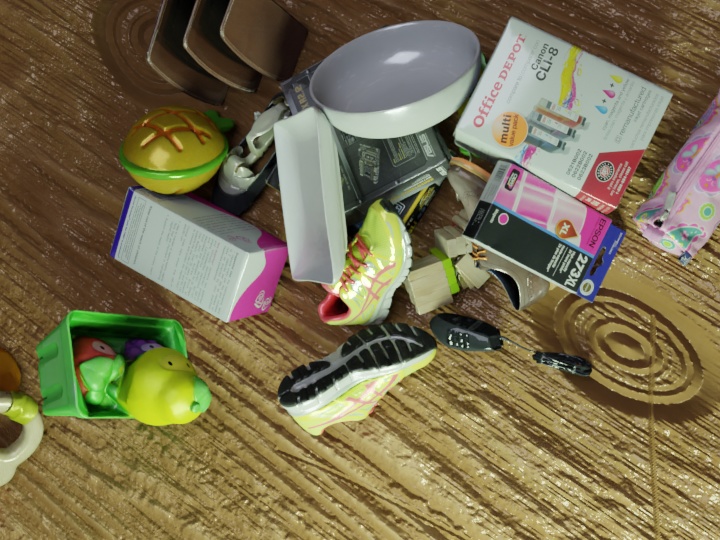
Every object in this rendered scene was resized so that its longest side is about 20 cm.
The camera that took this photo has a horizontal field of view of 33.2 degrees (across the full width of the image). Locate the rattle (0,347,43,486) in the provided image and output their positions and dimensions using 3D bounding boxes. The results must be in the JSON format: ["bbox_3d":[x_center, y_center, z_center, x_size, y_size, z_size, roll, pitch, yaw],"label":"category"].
[{"bbox_3d":[-0.524,0.230,1.668,0.143,0.130,0.200,37,122,33],"label":"rattle"}]

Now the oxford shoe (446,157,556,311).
[{"bbox_3d":[0.154,-0.041,1.391,0.073,0.071,0.200,-42,105,-14],"label":"oxford shoe"}]

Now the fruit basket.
[{"bbox_3d":[-0.276,0.127,1.512,0.215,0.216,0.156,-14,76,19],"label":"fruit basket"}]

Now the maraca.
[{"bbox_3d":[-0.236,-0.166,1.569,0.137,0.200,0.107,8,122,5],"label":"maraca"}]

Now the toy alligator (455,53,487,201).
[{"bbox_3d":[0.152,-0.182,1.476,0.054,0.059,0.200,2,82,22],"label":"toy alligator"}]

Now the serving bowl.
[{"bbox_3d":[0.046,-0.209,1.385,0.200,0.066,0.200,-13,37,10],"label":"serving bowl"}]

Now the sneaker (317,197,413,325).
[{"bbox_3d":[0.000,0.000,1.432,0.078,0.090,0.200,58,147,38],"label":"sneaker"}]

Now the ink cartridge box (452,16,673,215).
[{"bbox_3d":[0.222,-0.172,1.372,0.200,0.145,0.145,26,92,4],"label":"ink cartridge box"}]

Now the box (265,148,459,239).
[{"bbox_3d":[0.000,-0.128,1.534,0.200,0.049,0.160,34,96,23],"label":"box"}]

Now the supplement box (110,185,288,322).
[{"bbox_3d":[-0.206,-0.026,1.556,0.200,0.101,0.103,27,108,24],"label":"supplement box"}]

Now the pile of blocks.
[{"bbox_3d":[0.127,-0.032,1.470,0.200,0.082,0.062,-43,25,0],"label":"pile of blocks"}]

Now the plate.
[{"bbox_3d":[-0.056,-0.086,1.425,0.032,0.200,0.200,-8,93,-17],"label":"plate"}]

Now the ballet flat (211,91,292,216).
[{"bbox_3d":[-0.141,-0.154,1.582,0.073,0.073,0.200,43,97,22],"label":"ballet flat"}]

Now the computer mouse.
[{"bbox_3d":[0.174,0.094,1.427,0.200,0.059,0.034,18,105,19],"label":"computer mouse"}]

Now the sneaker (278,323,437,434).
[{"bbox_3d":[0.002,0.135,1.471,0.200,0.090,0.078,-23,39,-3],"label":"sneaker"}]

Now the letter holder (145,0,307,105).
[{"bbox_3d":[-0.170,-0.286,1.545,0.100,0.200,0.142,17,88,23],"label":"letter holder"}]

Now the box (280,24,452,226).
[{"bbox_3d":[0.008,-0.177,1.487,0.158,0.048,0.200,-27,71,15],"label":"box"}]

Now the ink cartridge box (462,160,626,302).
[{"bbox_3d":[0.217,-0.040,1.367,0.095,0.200,0.037,-64,28,1],"label":"ink cartridge box"}]

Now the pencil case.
[{"bbox_3d":[0.388,-0.109,1.358,0.087,0.087,0.200,36,94,23],"label":"pencil case"}]
